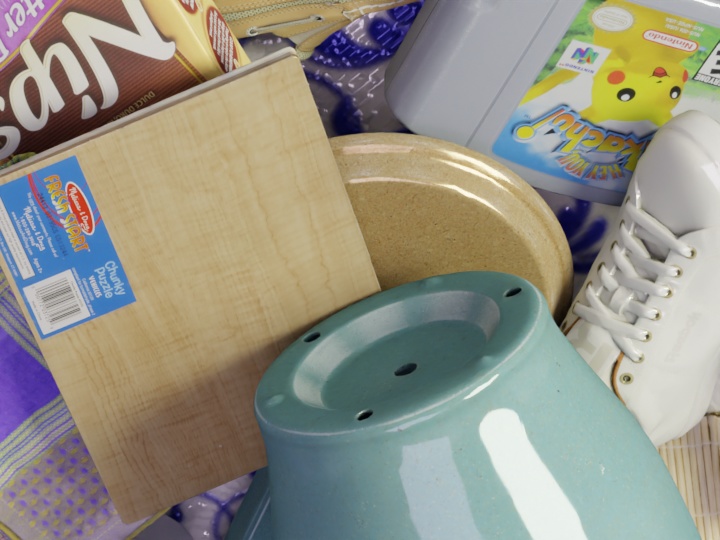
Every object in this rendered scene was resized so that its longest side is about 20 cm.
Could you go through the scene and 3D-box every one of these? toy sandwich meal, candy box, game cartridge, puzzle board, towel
[{"bbox_3d":[0.000,0.000,1.123,0.205,0.070,0.205,-1,130,-1],"label":"toy sandwich meal"},{"bbox_3d":[-0.136,-0.117,1.016,0.117,0.057,0.200,-24,123,15],"label":"candy box"},{"bbox_3d":[0.120,-0.087,1.071,0.200,0.041,0.133,13,139,-19],"label":"game cartridge"},{"bbox_3d":[-0.070,0.010,1.048,0.150,0.017,0.200,-23,126,-4],"label":"puzzle board"},{"bbox_3d":[-0.142,0.049,1.073,0.144,0.023,0.200,-35,125,4],"label":"towel"}]

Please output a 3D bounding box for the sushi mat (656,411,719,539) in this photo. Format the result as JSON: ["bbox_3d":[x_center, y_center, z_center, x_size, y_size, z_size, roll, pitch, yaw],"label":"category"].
[{"bbox_3d":[0.160,0.165,1.233,0.095,0.012,0.200,-8,114,3],"label":"sushi mat"}]

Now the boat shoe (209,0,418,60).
[{"bbox_3d":[-0.027,-0.133,1.081,0.200,0.072,0.076,-3,129,8],"label":"boat shoe"}]

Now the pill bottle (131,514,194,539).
[{"bbox_3d":[-0.142,0.221,1.208,0.111,0.111,0.200,12,114,-5],"label":"pill bottle"}]

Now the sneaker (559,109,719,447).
[{"bbox_3d":[0.131,0.020,1.086,0.085,0.073,0.200,-28,141,-30],"label":"sneaker"}]

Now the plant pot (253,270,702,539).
[{"bbox_3d":[0.045,0.111,1.038,0.200,0.200,0.188,-20,112,9],"label":"plant pot"}]

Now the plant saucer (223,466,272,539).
[{"bbox_3d":[-0.043,0.164,1.208,0.070,0.019,0.200,20,125,-8],"label":"plant saucer"}]
